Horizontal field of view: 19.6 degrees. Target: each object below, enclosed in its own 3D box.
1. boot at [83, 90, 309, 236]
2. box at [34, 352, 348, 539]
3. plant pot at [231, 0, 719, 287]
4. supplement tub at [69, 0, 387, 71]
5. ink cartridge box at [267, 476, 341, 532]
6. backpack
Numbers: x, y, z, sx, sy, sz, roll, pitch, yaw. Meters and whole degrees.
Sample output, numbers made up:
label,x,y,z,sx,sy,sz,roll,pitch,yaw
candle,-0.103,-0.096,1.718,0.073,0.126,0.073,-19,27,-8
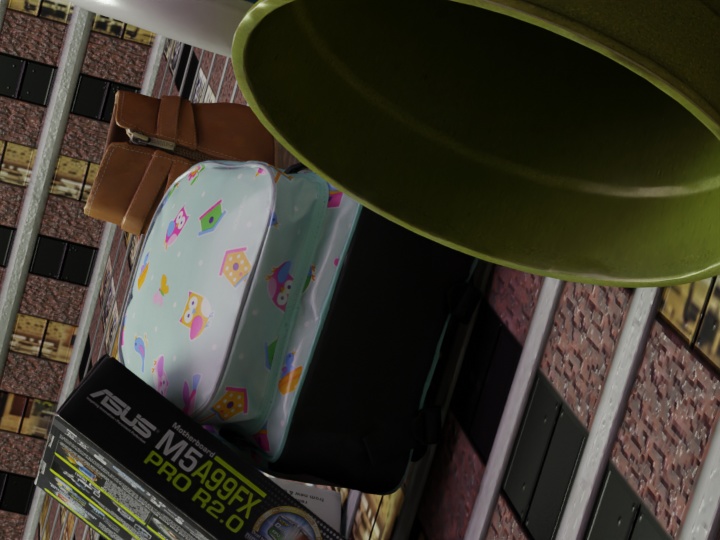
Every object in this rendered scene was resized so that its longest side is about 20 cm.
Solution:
label,x,y,z,sx,sy,sz,roll,pitch,yaw
boot,-0.096,-0.023,1.301,0.077,0.155,0.200,127,154,-60
box,-0.078,0.140,1.099,0.044,0.200,0.160,-51,-3,-22
plant pot,0.080,-0.126,0.777,0.193,0.200,0.200,-68,8,-22
supplement tub,-0.032,-0.188,0.864,0.145,0.145,0.200,-137,64,-76
ink cartridge box,-0.074,0.245,1.253,0.146,0.084,0.200,116,163,-46
backpack,-0.045,0.023,1.141,0.200,0.153,0.176,6,81,68
